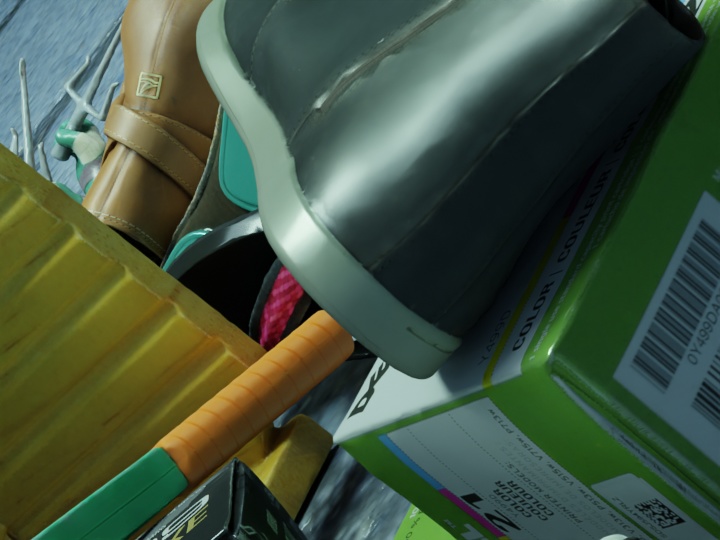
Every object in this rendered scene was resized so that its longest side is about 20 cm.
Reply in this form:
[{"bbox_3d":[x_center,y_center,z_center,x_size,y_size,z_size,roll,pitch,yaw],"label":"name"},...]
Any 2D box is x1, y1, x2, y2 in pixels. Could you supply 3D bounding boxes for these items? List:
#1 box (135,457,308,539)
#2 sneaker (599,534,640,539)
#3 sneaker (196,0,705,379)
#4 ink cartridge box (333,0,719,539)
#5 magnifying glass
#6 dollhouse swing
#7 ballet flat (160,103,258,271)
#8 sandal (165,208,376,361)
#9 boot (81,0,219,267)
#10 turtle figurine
[{"bbox_3d":[-0.096,0.142,0.749,0.200,0.050,0.158,-40,4,1],"label":"box"},{"bbox_3d":[0.039,0.098,0.576,0.088,0.076,0.200,-39,16,-12],"label":"sneaker"},{"bbox_3d":[0.024,-0.055,0.664,0.106,0.075,0.200,-44,25,10],"label":"sneaker"},{"bbox_3d":[0.049,0.011,0.697,0.200,0.076,0.148,-25,30,56],"label":"ink cartridge box"},{"bbox_3d":[-0.076,0.074,0.818,0.200,0.022,0.080,-37,-5,-32],"label":"magnifying glass"},{"bbox_3d":[-0.148,0.091,0.849,0.182,0.200,0.176,-41,18,33],"label":"dollhouse swing"},{"bbox_3d":[-0.029,-0.018,0.989,0.067,0.068,0.201,-18,-46,-56],"label":"ballet flat"},{"bbox_3d":[0.000,0.000,0.888,0.200,0.075,0.045,-31,56,39],"label":"sandal"},{"bbox_3d":[-0.056,-0.053,1.078,0.200,0.076,0.156,73,-146,-71],"label":"boot"},{"bbox_3d":[-0.112,-0.015,1.152,0.150,0.100,0.201,-32,-40,-84],"label":"turtle figurine"}]
